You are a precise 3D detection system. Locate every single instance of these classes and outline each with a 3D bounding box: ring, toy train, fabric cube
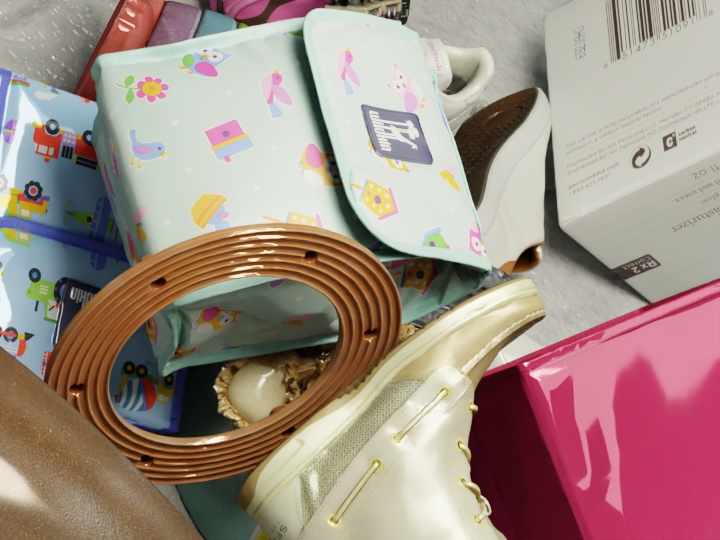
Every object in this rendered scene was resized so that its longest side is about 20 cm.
[{"bbox_3d":[-0.074,0.043,1.432,0.200,0.201,0.019,8,42,-34],"label":"ring"},{"bbox_3d":[0.007,-0.181,1.825,0.034,0.046,0.200,5,8,11],"label":"toy train"},{"bbox_3d":[0.172,0.128,1.590,0.196,0.200,0.200,-20,88,-22],"label":"fabric cube"}]

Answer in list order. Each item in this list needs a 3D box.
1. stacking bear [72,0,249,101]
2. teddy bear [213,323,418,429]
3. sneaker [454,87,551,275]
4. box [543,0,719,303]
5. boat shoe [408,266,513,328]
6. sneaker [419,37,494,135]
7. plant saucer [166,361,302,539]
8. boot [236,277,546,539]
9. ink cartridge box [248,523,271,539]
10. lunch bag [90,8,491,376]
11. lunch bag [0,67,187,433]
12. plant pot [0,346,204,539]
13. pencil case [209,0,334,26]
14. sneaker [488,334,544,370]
[{"bbox_3d":[-0.073,-0.100,1.682,0.199,0.114,0.122,27,33,-9],"label":"stacking bear"},{"bbox_3d":[-0.032,0.026,1.575,0.144,0.067,0.201,-2,55,-17],"label":"teddy bear"},{"bbox_3d":[0.095,-0.048,1.843,0.085,0.073,0.200,59,34,-24],"label":"sneaker"},{"bbox_3d":[0.247,-0.116,1.885,0.131,0.198,0.201,36,40,-40],"label":"box"},{"bbox_3d":[0.000,0.000,1.686,0.200,0.091,0.071,26,8,-28],"label":"boat shoe"},{"bbox_3d":[0.000,-0.128,1.789,0.199,0.100,0.075,-5,65,-37],"label":"sneaker"},{"bbox_3d":[-0.024,0.115,1.633,0.199,0.036,0.201,21,48,-26],"label":"plant saucer"},{"bbox_3d":[0.054,0.114,1.435,0.200,0.072,0.155,-39,79,-9],"label":"boot"},{"bbox_3d":[-0.027,0.165,1.506,0.059,0.104,0.200,37,58,-10],"label":"ink cartridge box"},{"bbox_3d":[-0.037,-0.049,1.503,0.199,0.122,0.171,-12,64,-12],"label":"lunch bag"},{"bbox_3d":[-0.176,0.006,1.571,0.150,0.094,0.201,17,61,-32],"label":"lunch bag"},{"bbox_3d":[-0.157,0.161,1.364,0.200,0.187,0.187,31,44,-9],"label":"plant pot"},{"bbox_3d":[-0.070,-0.245,1.836,0.093,0.091,0.201,13,53,-39],"label":"pencil case"},{"bbox_3d":[0.165,0.090,1.753,0.200,0.099,0.078,37,38,-11],"label":"sneaker"}]
